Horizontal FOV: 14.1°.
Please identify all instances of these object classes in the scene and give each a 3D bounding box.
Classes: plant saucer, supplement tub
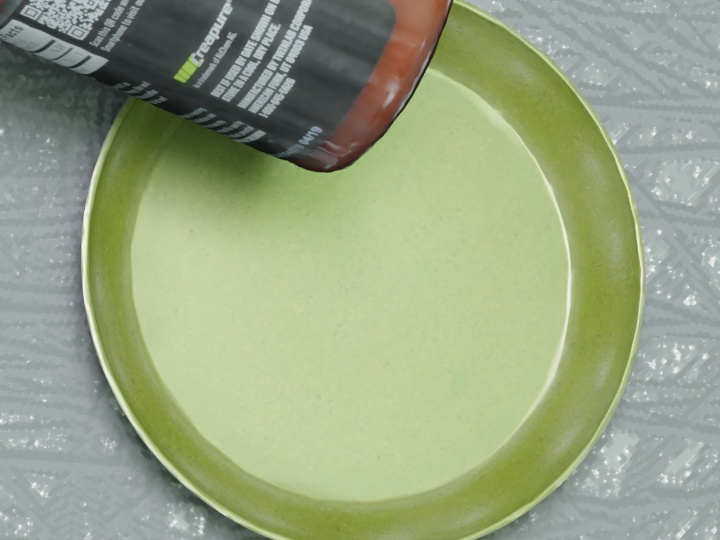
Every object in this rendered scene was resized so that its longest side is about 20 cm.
[{"bbox_3d":[0.000,0.000,1.004,0.199,0.031,0.201,2,80,-14],"label":"plant saucer"},{"bbox_3d":[-0.074,-0.113,0.916,0.200,0.107,0.107,23,77,-21],"label":"supplement tub"}]
